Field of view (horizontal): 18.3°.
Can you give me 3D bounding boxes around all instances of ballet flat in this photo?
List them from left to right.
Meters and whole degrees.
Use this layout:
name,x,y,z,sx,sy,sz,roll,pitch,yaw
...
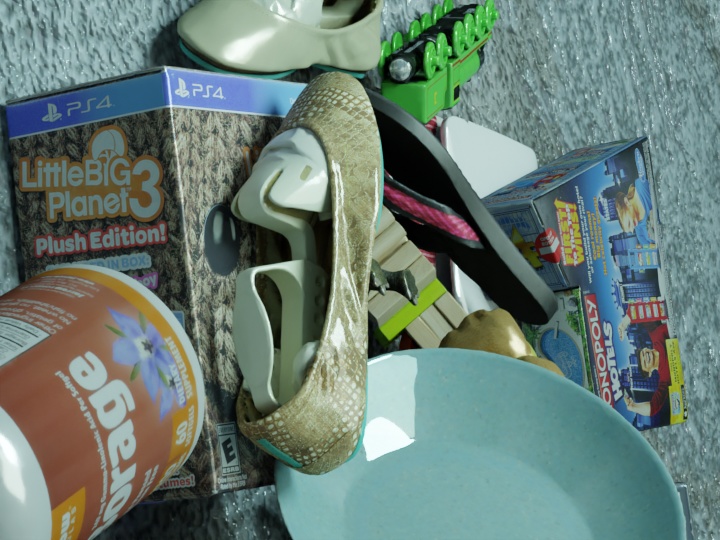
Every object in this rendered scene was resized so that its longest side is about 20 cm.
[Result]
name,x,y,z,sx,sy,sz,roll,pitch,yaw
ballet flat,-0.038,-0.146,1.257,0.200,0.069,0.070,-13,94,-67
ballet flat,-0.028,-0.007,1.046,0.065,0.070,0.201,18,62,-42

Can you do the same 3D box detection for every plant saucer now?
name,x,y,z,sx,sy,sz,roll,pitch,yaw
plant saucer,0.054,0.119,1.070,0.201,0.200,0.039,-59,167,-49

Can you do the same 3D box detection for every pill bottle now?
name,x,y,z,sx,sy,sz,roll,pitch,yaw
pill bottle,-0.158,0.079,0.939,0.200,0.112,0.113,-37,115,-58

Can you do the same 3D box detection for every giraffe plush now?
name,x,y,z,sx,sy,sz,roll,pitch,yaw
giraffe plush,0.048,0.129,1.233,0.173,0.162,0.200,60,-5,-10

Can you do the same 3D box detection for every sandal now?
name,x,y,z,sx,sy,sz,roll,pitch,yaw
sandal,0.042,-0.032,1.339,0.045,0.075,0.200,-46,106,-17

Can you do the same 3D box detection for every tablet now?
name,x,y,z,sx,sy,sz,roll,pitch,yaw
tablet,0.093,0.007,1.463,0.130,0.014,0.201,16,67,-58

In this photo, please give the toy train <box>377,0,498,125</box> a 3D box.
name,x,y,z,sx,sy,sz,roll,pitch,yaw
toy train,0.051,-0.133,1.421,0.200,0.041,0.057,-44,135,-67

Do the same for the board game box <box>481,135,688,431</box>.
name,x,y,z,sx,sy,sz,roll,pitch,yaw
board game box,0.137,0.011,1.464,0.200,0.061,0.201,-1,82,-59

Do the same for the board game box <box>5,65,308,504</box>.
name,x,y,z,sx,sy,sz,roll,pitch,yaw
board game box,-0.081,0.010,1.111,0.159,0.096,0.201,-2,85,-61

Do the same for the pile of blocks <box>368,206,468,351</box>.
name,x,y,z,sx,sy,sz,roll,pitch,yaw
pile of blocks,0.000,0.000,1.309,0.062,0.082,0.200,-40,109,-7

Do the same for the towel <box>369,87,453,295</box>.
name,x,y,z,sx,sy,sz,roll,pitch,yaw
towel,0.062,-0.027,1.455,0.200,0.023,0.145,22,62,-57

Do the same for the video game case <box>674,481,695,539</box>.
name,x,y,z,sx,sy,sz,roll,pitch,yaw
video game case,0.110,0.212,1.330,0.019,0.199,0.144,162,-80,-79

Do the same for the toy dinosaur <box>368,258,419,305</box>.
name,x,y,z,sx,sy,sz,roll,pitch,yaw
toy dinosaur,-0.034,-0.006,1.210,0.201,0.102,0.077,66,20,2
